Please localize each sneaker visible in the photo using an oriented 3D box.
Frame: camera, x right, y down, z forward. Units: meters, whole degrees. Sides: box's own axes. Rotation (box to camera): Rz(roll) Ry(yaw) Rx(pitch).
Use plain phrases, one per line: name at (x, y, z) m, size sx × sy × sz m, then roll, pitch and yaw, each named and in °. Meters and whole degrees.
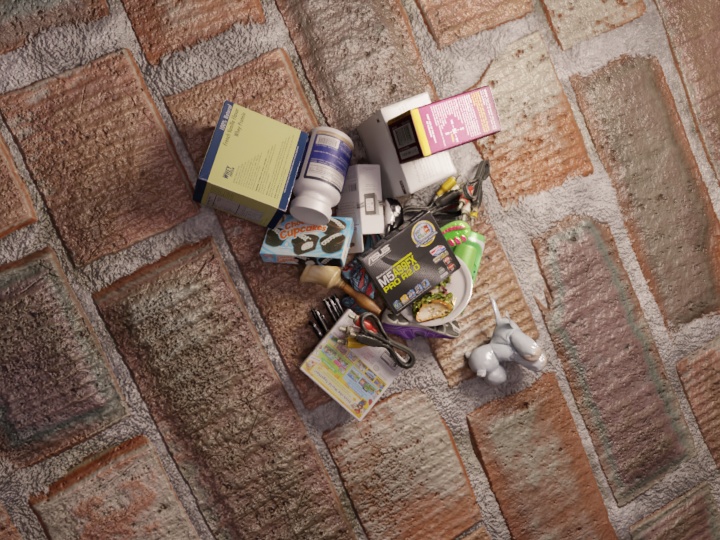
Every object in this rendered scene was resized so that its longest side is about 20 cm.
sneaker at (0.175, -0.080, 1.660) m, size 0.197 × 0.084 × 0.078 m, roll -7°, pitch 100°, yaw 16°
sneaker at (0.000, 0.000, 1.629) m, size 0.094 × 0.079 × 0.203 m, roll 11°, pitch 87°, yaw -12°
sneaker at (0.149, 0.136, 1.672) m, size 0.197 × 0.084 × 0.081 m, roll 11°, pitch 47°, yaw -1°

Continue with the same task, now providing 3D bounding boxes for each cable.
cable at (0.047, 0.158, 1.566) m, size 0.198 × 0.050 × 0.098 m, roll 22°, pitch 97°, yaw -22°
cable at (0.279, -0.213, 1.675) m, size 0.097 × 0.050 × 0.202 m, roll 50°, pitch 42°, yaw -38°
cable at (0.188, -0.160, 1.699) m, size 0.198 × 0.050 × 0.098 m, roll -28°, pitch 115°, yaw 0°

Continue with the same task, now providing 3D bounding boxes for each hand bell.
hand bell at (-0.034, 0.040, 1.575) m, size 0.199 × 0.104 × 0.105 m, roll 34°, pitch 83°, yaw 6°

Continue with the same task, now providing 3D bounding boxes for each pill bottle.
pill bottle at (-0.091, -0.213, 1.528) m, size 0.114 × 0.116 × 0.202 m, roll 20°, pitch 71°, yaw -14°

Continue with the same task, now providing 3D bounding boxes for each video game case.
video game case at (-0.016, 0.225, 1.593) m, size 0.200 × 0.023 × 0.182 m, roll 43°, pitch 80°, yaw -13°

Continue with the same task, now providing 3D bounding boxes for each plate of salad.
plate of salad at (0.172, 0.037, 1.630) m, size 0.197 × 0.048 × 0.202 m, roll -8°, pitch 63°, yaw 16°

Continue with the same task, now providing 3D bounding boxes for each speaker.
speaker at (0.251, 0.002, 1.692) m, size 0.087 × 0.088 × 0.202 m, roll 18°, pitch 87°, yaw -14°

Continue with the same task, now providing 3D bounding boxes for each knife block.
knife block at (-0.034, 0.157, 1.630) m, size 0.198 × 0.064 × 0.178 m, roll 17°, pitch 88°, yaw -15°

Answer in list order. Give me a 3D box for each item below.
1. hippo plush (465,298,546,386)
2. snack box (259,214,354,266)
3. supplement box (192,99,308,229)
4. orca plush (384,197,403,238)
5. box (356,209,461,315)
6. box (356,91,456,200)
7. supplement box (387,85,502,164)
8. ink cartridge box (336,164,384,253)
hippo plush at (0.357, 0.217, 1.687) m, size 0.161 × 0.159 × 0.200 m, roll -42°, pitch 120°, yaw 1°
snack box at (-0.122, -0.071, 1.543) m, size 0.197 × 0.037 × 0.117 m, roll 3°, pitch 56°, yaw 15°
supplement box at (-0.248, -0.232, 1.504) m, size 0.198 × 0.134 × 0.202 m, roll 19°, pitch 70°, yaw -15°
orca plush at (0.093, -0.070, 1.607) m, size 0.070 × 0.105 × 0.203 m, roll 1°, pitch 80°, yaw 2°
box at (0.114, -0.019, 1.562) m, size 0.199 × 0.044 × 0.161 m, roll -35°, pitch 108°, yaw -8°
box at (0.103, -0.287, 1.587) m, size 0.129 × 0.200 × 0.201 m, roll -23°, pitch 97°, yaw -15°
supplement box at (0.178, -0.310, 1.439) m, size 0.198 × 0.131 × 0.104 m, roll -21°, pitch 98°, yaw -17°
ink cartridge box at (-0.003, -0.145, 1.600) m, size 0.066 × 0.115 × 0.203 m, roll -6°, pitch 93°, yaw -32°
